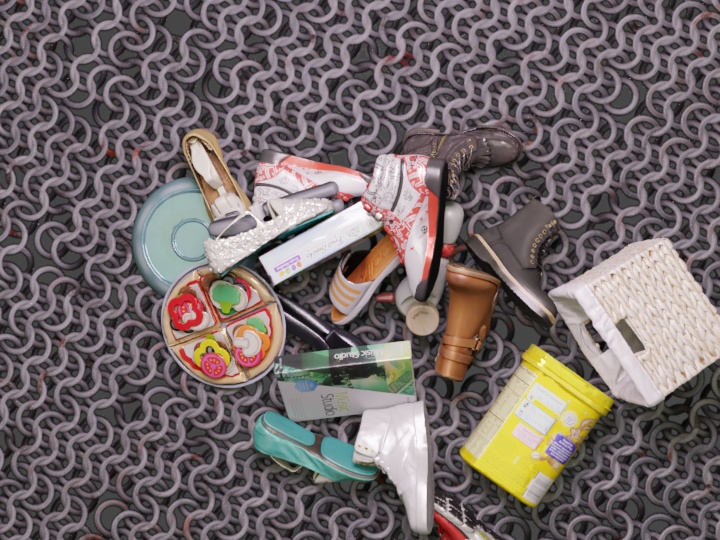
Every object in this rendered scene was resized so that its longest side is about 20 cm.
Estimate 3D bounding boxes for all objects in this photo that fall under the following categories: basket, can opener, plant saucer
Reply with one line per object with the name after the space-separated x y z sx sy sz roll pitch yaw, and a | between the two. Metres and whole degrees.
0.399 0.070 1.553 0.161 0.200 0.198 -34 88 -1 | basket
-0.066 0.092 1.642 0.200 0.063 0.079 34 117 12 | can opener
-0.122 -0.077 1.582 0.200 0.066 0.053 -18 105 -3 | can opener
-0.256 -0.046 1.666 0.200 0.027 0.200 0 89 1 | plant saucer

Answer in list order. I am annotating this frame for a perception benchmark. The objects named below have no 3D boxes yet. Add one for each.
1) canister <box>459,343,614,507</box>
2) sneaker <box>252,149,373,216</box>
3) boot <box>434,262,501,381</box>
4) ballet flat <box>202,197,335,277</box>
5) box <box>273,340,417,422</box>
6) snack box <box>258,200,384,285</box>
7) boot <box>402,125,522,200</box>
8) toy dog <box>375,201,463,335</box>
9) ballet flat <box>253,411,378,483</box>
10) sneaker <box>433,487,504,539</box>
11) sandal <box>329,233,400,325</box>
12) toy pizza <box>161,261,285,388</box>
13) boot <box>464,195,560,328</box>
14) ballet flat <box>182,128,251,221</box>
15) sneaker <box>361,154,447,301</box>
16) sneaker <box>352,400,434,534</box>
0.259 0.232 1.612 0.148 0.087 0.200 35 92 3 | canister
-0.066 -0.110 1.640 0.201 0.067 0.108 14 91 6 | sneaker
0.141 0.078 1.564 0.077 0.200 0.155 21 82 15 | boot
-0.133 -0.063 1.522 0.200 0.072 0.072 -30 88 -6 | ballet flat
-0.019 0.166 1.599 0.200 0.144 0.036 -8 53 2 | box
-0.046 -0.046 1.599 0.200 0.142 0.053 -28 88 1 | snack box
0.136 -0.147 1.576 0.200 0.174 0.069 1 121 8 | boot
0.083 -0.008 1.595 0.096 0.132 0.200 12 90 -4 | toy dog
-0.073 0.281 1.637 0.200 0.067 0.070 26 118 -5 | ballet flat
0.144 0.406 1.621 0.200 0.077 0.085 42 101 5 | sneaker
-0.001 -0.006 1.593 0.059 0.079 0.207 22 126 -26 | sandal
-0.210 0.084 1.631 0.200 0.032 0.201 3 103 13 | toy pizza
0.259 -0.021 1.583 0.138 0.077 0.200 -36 53 -2 | boot
-0.215 -0.119 1.620 0.069 0.063 0.200 -29 88 9 | ballet flat
0.057 -0.062 1.490 0.108 0.067 0.202 9 108 15 | sneaker
0.047 0.293 1.588 0.115 0.074 0.200 -7 58 8 | sneaker
